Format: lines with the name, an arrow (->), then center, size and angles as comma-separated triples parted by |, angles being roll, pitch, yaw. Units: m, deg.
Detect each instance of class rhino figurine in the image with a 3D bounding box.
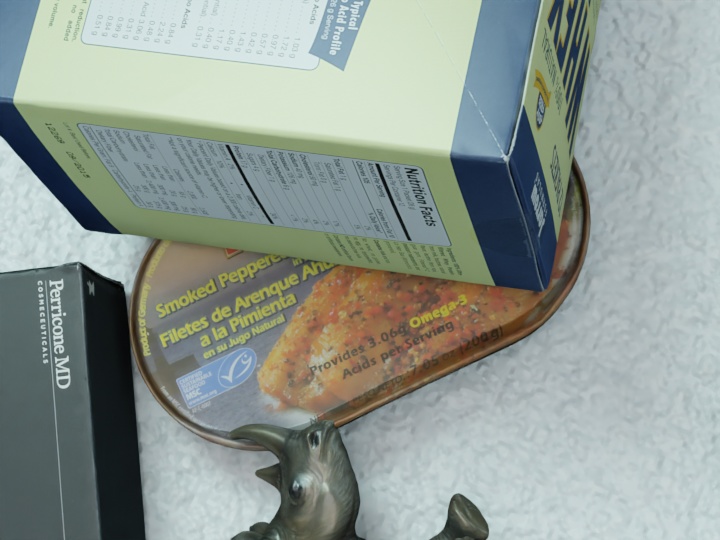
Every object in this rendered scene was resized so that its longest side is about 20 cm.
rhino figurine -> 0.019, 0.135, 0.736 | 0.200, 0.060, 0.087 | 44, 105, 4

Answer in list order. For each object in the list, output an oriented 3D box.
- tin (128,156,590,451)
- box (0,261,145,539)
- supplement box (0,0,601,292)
tin -> 0.000, 0.000, 0.775 | 0.200, 0.042, 0.112 | -25, 85, 2
box -> -0.164, 0.107, 0.760 | 0.141, 0.079, 0.201 | -6, 82, 9
supplement box -> -0.013, -0.116, 0.714 | 0.199, 0.134, 0.201 | 8, 73, 14
